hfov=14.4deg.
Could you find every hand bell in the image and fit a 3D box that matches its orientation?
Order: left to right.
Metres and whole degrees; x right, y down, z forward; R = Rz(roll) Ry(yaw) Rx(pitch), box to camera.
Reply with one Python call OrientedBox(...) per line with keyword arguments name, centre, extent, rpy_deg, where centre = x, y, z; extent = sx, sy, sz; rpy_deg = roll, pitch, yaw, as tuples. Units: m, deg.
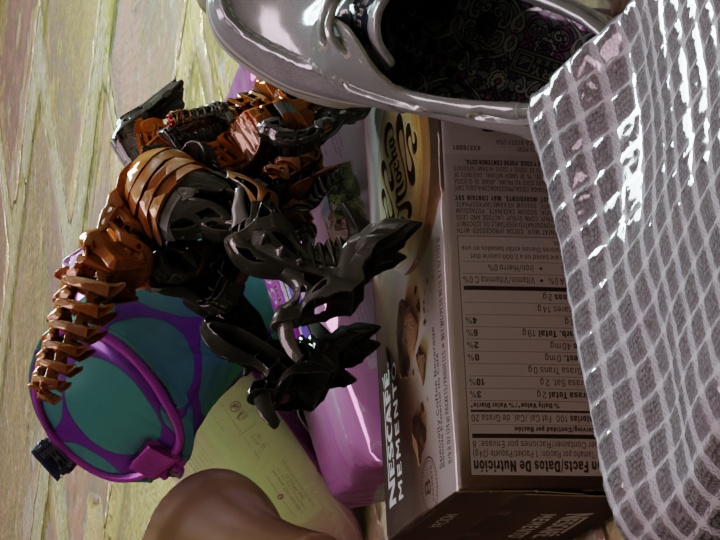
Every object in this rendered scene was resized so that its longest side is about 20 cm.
OrientedBox(name="hand bell", centre=(0.008, 0.144, 1.247), extent=(0.200, 0.104, 0.104), rpy_deg=(1, 91, 39))

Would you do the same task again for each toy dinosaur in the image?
OrientedBox(name="toy dinosaur", centre=(-0.057, -0.010, 1.145), extent=(0.200, 0.136, 0.102), rpy_deg=(-50, -14, -15))

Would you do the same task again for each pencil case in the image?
OrientedBox(name="pencil case", centre=(-0.077, 0.028, 1.354), extent=(0.085, 0.200, 0.093), rpy_deg=(-27, 99, 34))

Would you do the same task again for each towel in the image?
OrientedBox(name="towel", centre=(0.121, -0.021, 0.881), extent=(0.166, 0.085, 0.200), rpy_deg=(112, 154, -55))

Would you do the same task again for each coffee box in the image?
OrientedBox(name="coffee box", centre=(0.055, 0.005, 1.155), extent=(0.113, 0.080, 0.201), rpy_deg=(134, 135, -69))

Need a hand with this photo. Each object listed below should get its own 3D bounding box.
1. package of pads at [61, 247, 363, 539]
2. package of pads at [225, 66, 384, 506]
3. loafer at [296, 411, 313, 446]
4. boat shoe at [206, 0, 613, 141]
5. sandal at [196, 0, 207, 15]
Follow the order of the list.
OrientedBox(name="package of pads", centre=(-0.077, 0.073, 1.532), extent=(0.200, 0.076, 0.121), rpy_deg=(58, -178, -34))
OrientedBox(name="package of pads", centre=(0.000, 0.000, 1.276), extent=(0.121, 0.075, 0.200), rpy_deg=(127, 127, -72))
OrientedBox(name="loafer", centre=(-0.005, 0.059, 1.433), extent=(0.200, 0.063, 0.072), rpy_deg=(154, 115, -75))
OrientedBox(name="boat shoe", centre=(0.022, -0.094, 1.080), extent=(0.071, 0.200, 0.070), rpy_deg=(31, -103, -63))
OrientedBox(name="sandal", centre=(-0.036, -0.206, 1.282), extent=(0.080, 0.054, 0.200), rpy_deg=(2, 66, 40))
